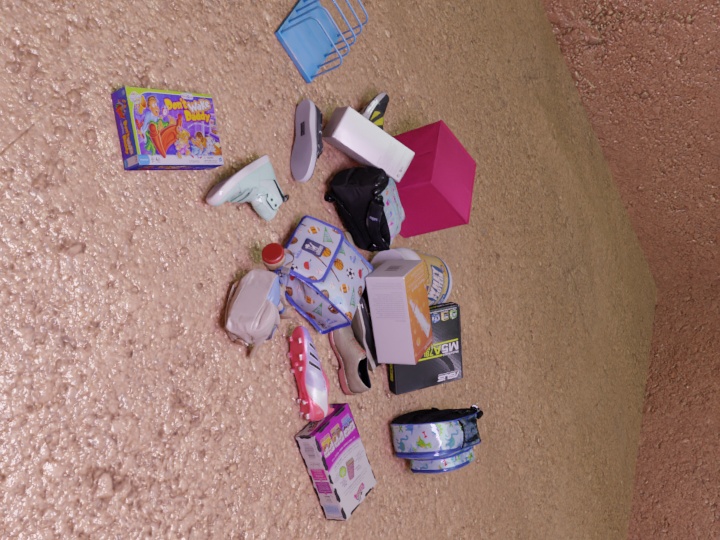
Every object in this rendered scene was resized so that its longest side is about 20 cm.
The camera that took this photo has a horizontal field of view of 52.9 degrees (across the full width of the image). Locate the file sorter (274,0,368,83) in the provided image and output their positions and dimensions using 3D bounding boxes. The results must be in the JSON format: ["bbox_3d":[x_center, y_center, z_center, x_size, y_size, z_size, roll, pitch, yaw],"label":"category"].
[{"bbox_3d":[-0.081,-0.568,1.689,0.139,0.121,0.202,53,44,-32],"label":"file sorter"}]

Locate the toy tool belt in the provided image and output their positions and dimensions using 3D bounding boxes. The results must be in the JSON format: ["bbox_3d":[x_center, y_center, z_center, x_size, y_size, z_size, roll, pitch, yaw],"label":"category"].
[{"bbox_3d":[-0.190,0.061,1.416,0.124,0.122,0.203,81,24,-57],"label":"toy tool belt"}]

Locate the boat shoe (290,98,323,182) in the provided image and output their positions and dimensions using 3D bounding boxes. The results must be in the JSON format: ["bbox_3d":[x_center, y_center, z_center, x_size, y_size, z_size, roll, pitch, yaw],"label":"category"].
[{"bbox_3d":[-0.113,-0.286,1.630,0.066,0.069,0.204,23,56,-46],"label":"boat shoe"}]

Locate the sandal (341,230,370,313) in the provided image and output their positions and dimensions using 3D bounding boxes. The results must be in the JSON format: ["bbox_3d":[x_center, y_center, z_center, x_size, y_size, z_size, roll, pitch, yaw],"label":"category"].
[{"bbox_3d":[0.000,0.000,1.689,0.053,0.080,0.204,-21,95,-29],"label":"sandal"}]

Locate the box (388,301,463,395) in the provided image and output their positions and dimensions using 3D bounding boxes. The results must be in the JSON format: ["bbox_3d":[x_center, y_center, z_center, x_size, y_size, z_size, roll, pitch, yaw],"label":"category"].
[{"bbox_3d":[0.159,0.190,1.784,0.196,0.047,0.198,-8,100,-24],"label":"box"}]

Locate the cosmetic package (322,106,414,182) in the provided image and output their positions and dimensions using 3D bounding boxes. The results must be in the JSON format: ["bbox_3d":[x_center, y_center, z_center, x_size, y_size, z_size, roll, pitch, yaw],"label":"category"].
[{"bbox_3d":[0.015,-0.295,1.699,0.198,0.107,0.086,32,89,-24],"label":"cosmetic package"}]

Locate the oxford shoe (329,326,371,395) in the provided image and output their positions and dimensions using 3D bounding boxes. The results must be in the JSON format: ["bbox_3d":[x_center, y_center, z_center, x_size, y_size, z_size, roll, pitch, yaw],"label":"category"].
[{"bbox_3d":[-0.016,0.177,1.630,0.070,0.074,0.204,-18,94,-52],"label":"oxford shoe"}]

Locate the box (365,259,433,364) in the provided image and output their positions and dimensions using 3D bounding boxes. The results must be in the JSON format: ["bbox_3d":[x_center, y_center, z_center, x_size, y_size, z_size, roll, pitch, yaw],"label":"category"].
[{"bbox_3d":[0.090,0.091,1.624,0.124,0.096,0.205,-37,122,-58],"label":"box"}]

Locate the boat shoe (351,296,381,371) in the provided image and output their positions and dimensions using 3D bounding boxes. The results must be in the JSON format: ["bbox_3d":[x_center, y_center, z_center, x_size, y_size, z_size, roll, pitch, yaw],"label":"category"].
[{"bbox_3d":[0.018,0.134,1.661,0.067,0.072,0.203,-28,123,-19],"label":"boat shoe"}]

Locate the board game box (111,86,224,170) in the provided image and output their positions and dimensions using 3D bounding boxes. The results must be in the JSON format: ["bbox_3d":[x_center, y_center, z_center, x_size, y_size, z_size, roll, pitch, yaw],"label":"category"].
[{"bbox_3d":[-0.347,-0.255,1.319,0.198,0.044,0.138,-12,91,-54],"label":"board game box"}]

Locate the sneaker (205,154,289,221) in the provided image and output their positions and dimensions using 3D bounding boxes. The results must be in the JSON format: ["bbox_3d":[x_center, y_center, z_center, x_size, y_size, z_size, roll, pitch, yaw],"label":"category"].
[{"bbox_3d":[-0.217,-0.144,1.438,0.120,0.073,0.200,61,37,-13],"label":"sneaker"}]

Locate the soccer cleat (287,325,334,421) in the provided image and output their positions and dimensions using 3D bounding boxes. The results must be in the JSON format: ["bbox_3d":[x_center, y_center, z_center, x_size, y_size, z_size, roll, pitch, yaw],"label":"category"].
[{"bbox_3d":[-0.102,0.213,1.509,0.075,0.066,0.205,-11,95,-34],"label":"soccer cleat"}]

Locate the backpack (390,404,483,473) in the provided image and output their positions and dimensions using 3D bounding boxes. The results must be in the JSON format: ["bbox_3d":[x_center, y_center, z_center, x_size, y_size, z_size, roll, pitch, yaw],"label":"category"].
[{"bbox_3d":[0.179,0.411,1.748,0.198,0.181,0.151,3,78,-47],"label":"backpack"}]

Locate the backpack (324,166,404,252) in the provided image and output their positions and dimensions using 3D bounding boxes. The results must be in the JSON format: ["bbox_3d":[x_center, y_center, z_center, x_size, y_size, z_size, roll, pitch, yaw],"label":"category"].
[{"bbox_3d":[0.027,-0.143,1.705,0.127,0.164,0.202,-52,135,-33],"label":"backpack"}]

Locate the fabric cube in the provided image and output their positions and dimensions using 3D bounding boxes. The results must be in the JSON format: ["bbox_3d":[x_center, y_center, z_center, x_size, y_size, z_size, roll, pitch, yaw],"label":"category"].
[{"bbox_3d":[0.162,-0.229,1.868,0.196,0.196,0.204,41,51,-41],"label":"fabric cube"}]

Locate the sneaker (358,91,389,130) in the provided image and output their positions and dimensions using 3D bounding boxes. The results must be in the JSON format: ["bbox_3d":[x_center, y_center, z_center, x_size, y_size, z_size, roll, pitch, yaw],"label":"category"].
[{"bbox_3d":[0.027,-0.365,1.817,0.085,0.074,0.202,43,57,-16],"label":"sneaker"}]

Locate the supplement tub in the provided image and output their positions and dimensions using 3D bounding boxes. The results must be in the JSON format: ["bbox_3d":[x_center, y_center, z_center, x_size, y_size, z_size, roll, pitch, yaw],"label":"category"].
[{"bbox_3d":[0.123,0.022,1.798,0.198,0.143,0.148,11,73,-51],"label":"supplement tub"}]

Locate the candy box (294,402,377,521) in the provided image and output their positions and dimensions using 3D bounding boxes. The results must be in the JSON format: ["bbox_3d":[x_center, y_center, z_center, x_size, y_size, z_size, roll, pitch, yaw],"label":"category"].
[{"bbox_3d":[-0.050,0.406,1.543,0.136,0.060,0.204,-34,108,-52],"label":"candy box"}]

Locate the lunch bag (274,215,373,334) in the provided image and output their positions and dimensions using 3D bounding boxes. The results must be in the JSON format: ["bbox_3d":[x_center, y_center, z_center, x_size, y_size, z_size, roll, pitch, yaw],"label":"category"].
[{"bbox_3d":[-0.084,0.003,1.550,0.200,0.123,0.172,45,46,-23],"label":"lunch bag"}]
